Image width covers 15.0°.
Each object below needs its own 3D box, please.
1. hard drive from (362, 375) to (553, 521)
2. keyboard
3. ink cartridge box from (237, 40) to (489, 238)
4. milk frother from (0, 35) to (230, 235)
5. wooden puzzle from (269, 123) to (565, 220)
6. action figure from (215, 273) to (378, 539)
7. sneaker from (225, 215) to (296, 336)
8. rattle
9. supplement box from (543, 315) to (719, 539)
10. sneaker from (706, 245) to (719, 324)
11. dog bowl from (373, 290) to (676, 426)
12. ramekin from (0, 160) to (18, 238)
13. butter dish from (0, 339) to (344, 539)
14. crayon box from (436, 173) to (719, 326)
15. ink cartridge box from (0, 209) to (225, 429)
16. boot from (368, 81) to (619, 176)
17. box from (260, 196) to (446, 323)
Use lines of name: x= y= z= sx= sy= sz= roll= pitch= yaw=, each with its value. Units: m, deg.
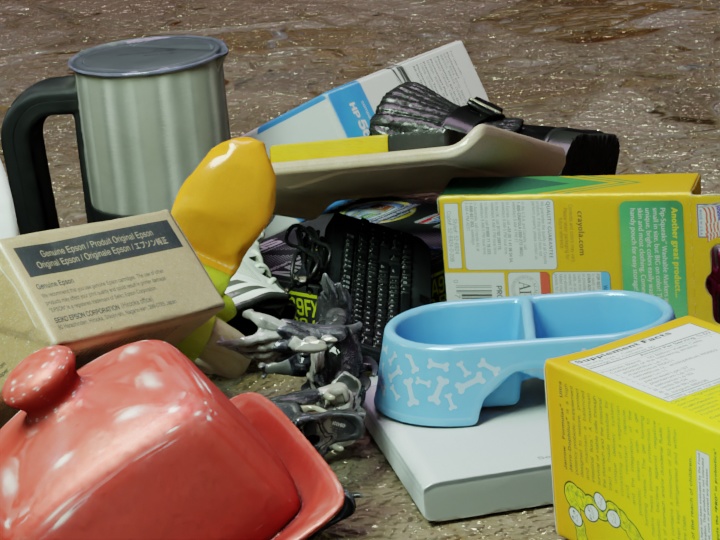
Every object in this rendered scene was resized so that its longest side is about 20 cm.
hard drive: x=0.079 y=0.099 z=1.687 sx=0.132 sy=0.027 sz=0.200 roll=-8 pitch=18 yaw=-10
keyboard: x=0.000 y=0.000 z=1.843 sx=0.104 sy=0.040 sz=0.200 roll=12 pitch=23 yaw=-4
ink cartridge box: x=-0.006 y=-0.099 z=2.154 sx=0.146 sy=0.084 sz=0.200 roll=-26 pitch=-1 yaw=38
milk frother: x=-0.172 y=-0.054 z=1.977 sx=0.180 sy=0.188 sz=0.200 roll=-7 pitch=18 yaw=-4
wooden puzzle: x=0.020 y=-0.072 z=1.868 sx=0.200 sy=0.037 sz=0.185 roll=-10 pitch=-6 yaw=22
action figure: x=-0.041 y=0.077 z=1.652 sx=0.102 sy=0.119 sz=0.200 roll=0 pitch=23 yaw=1
sneaker: x=-0.085 y=0.005 z=1.896 sx=0.115 sy=0.076 sz=0.200 roll=29 pitch=33 yaw=15
rattle: x=-0.107 y=-0.001 z=1.749 sx=0.130 sy=0.143 sz=0.200 roll=8 pitch=-9 yaw=12
supplement box: x=0.203 y=0.109 z=1.481 sx=0.109 sy=0.110 sz=0.200 roll=-15 pitch=21 yaw=-29
sneaker: x=0.280 y=0.014 z=1.825 sx=0.088 sy=0.082 sz=0.200 roll=-18 pitch=30 yaw=-39
dog bowl: x=0.106 y=0.052 z=1.703 sx=0.200 sy=0.050 sz=0.112 roll=-4 pitch=17 yaw=3
ramekin: x=-0.302 y=-0.008 z=1.873 sx=0.098 sy=0.201 sz=0.200 roll=-4 pitch=16 yaw=-24
butter dish: x=-0.137 y=0.105 z=1.464 sx=0.199 sy=0.148 sz=0.200 roll=-34 pitch=22 yaw=-6
crayon box: x=0.157 y=0.003 z=1.802 sx=0.200 sy=0.126 sz=0.052 roll=0 pitch=18 yaw=15
ink cartridge box: x=-0.204 y=0.052 z=1.589 sx=0.200 sy=0.075 sz=0.165 roll=-37 pitch=-12 yaw=30
boot: x=0.103 y=-0.084 z=2.045 sx=0.158 sy=0.080 sz=0.211 roll=12 pitch=-4 yaw=20
box: x=0.008 y=-0.002 z=1.997 sx=0.160 sy=0.044 sz=0.200 roll=11 pitch=23 yaw=41
